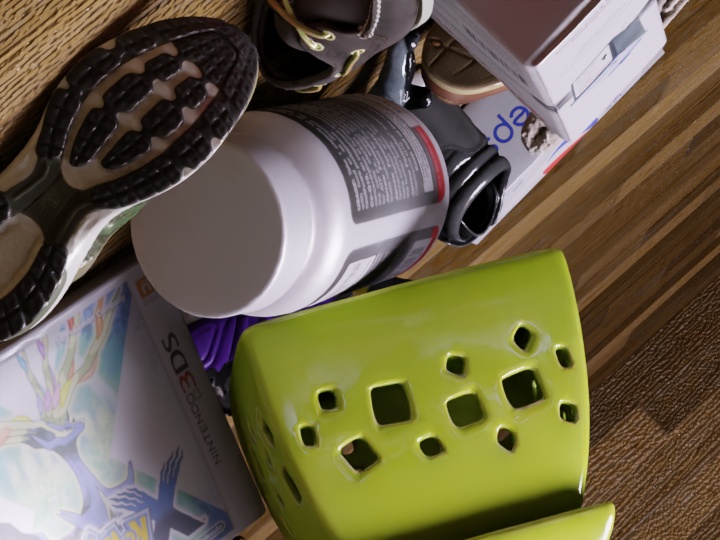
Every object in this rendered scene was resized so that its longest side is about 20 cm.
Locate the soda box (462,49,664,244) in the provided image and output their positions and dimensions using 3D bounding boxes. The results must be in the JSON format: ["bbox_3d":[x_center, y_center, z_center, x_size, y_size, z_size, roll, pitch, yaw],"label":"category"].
[{"bbox_3d":[0.125,-0.113,1.664,0.200,0.068,0.063,-46,167,6],"label":"soda box"}]

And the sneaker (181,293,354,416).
[{"bbox_3d":[-0.075,0.063,1.525,0.200,0.100,0.070,-33,164,-28],"label":"sneaker"}]

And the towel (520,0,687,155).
[{"bbox_3d":[0.174,-0.158,1.482,0.133,0.034,0.200,-47,178,-30],"label":"towel"}]

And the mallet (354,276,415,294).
[{"bbox_3d":[0.000,0.000,1.442,0.066,0.199,0.041,105,-12,-45],"label":"mallet"}]

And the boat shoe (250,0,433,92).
[{"bbox_3d":[-0.014,-0.129,1.132,0.060,0.072,0.201,-37,179,-10],"label":"boat shoe"}]

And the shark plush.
[{"bbox_3d":[-0.007,-0.061,1.438,0.083,0.091,0.200,4,145,-31],"label":"shark plush"}]

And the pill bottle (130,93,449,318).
[{"bbox_3d":[-0.039,-0.037,1.301,0.114,0.114,0.200,-50,166,23],"label":"pill bottle"}]

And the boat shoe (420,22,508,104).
[{"bbox_3d":[0.112,-0.159,1.471,0.200,0.072,0.068,-39,165,-30],"label":"boat shoe"}]

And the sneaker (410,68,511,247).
[{"bbox_3d":[0.033,-0.039,1.547,0.071,0.099,0.200,-36,166,-36],"label":"sneaker"}]

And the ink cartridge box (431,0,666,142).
[{"bbox_3d":[0.075,-0.158,1.192,0.086,0.146,0.200,-46,167,4],"label":"ink cartridge box"}]

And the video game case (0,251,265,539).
[{"bbox_3d":[-0.159,0.114,1.319,0.200,0.183,0.022,-35,-157,-33],"label":"video game case"}]

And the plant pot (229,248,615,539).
[{"bbox_3d":[0.039,0.118,1.365,0.199,0.182,0.199,-14,165,-9],"label":"plant pot"}]

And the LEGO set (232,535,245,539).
[{"bbox_3d":[-0.174,0.152,1.459,0.199,0.116,0.154,-14,-149,45],"label":"LEGO set"}]

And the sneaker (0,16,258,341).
[{"bbox_3d":[-0.127,-0.050,1.122,0.200,0.077,0.089,-41,-179,11],"label":"sneaker"}]
